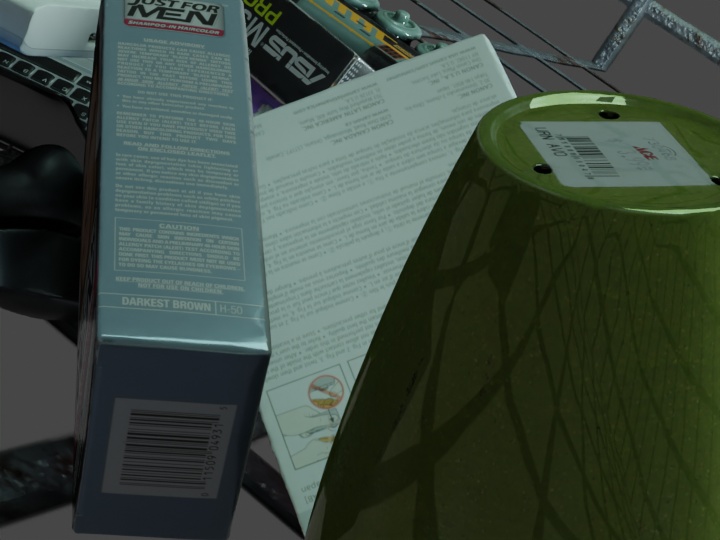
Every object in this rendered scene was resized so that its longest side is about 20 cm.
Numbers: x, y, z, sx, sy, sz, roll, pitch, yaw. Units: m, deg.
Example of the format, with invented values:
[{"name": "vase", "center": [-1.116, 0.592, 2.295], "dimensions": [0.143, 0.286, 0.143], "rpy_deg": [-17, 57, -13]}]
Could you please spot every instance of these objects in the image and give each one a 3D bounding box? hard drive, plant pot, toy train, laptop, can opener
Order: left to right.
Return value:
[{"name": "hard drive", "center": [-0.202, -0.152, 0.797], "dimensions": [0.199, 0.027, 0.132], "rpy_deg": [28, 15, 16]}, {"name": "laptop", "center": [-0.179, -0.127, 0.812], "dimensions": [0.186, 0.116, 0.200], "rpy_deg": [25, 43, 7]}, {"name": "can opener", "center": [-0.119, -0.012, 0.784], "dimensions": [0.063, 0.079, 0.199], "rpy_deg": [-4, -7, 30]}, {"name": "toy train", "center": [0.003, -0.190, 1.483], "dimensions": [0.200, 0.086, 0.114], "rpy_deg": [39, 27, 24]}, {"name": "plant pot", "center": [0.072, 0.051, 0.557], "dimensions": [0.185, 0.202, 0.188], "rpy_deg": [4, 28, -2]}]

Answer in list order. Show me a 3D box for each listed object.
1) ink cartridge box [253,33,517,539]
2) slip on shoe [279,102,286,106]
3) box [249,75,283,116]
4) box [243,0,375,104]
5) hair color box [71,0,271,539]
[{"name": "ink cartridge box", "center": [0.017, 0.010, 0.743], "dimensions": [0.057, 0.161, 0.201], "rpy_deg": [86, -17, -71]}, {"name": "slip on shoe", "center": [-0.041, -0.055, 1.008], "dimensions": [0.061, 0.074, 0.200], "rpy_deg": [35, 11, 26]}, {"name": "box", "center": [0.000, 0.000, 0.859], "dimensions": [0.200, 0.039, 0.137], "rpy_deg": [43, -14, 33]}, {"name": "box", "center": [-0.018, -0.104, 0.943], "dimensions": [0.160, 0.044, 0.200], "rpy_deg": [44, 6, 32]}, {"name": "hair color box", "center": [-0.075, -0.009, 0.635], "dimensions": [0.060, 0.100, 0.201], "rpy_deg": [5, 42, -12]}]
